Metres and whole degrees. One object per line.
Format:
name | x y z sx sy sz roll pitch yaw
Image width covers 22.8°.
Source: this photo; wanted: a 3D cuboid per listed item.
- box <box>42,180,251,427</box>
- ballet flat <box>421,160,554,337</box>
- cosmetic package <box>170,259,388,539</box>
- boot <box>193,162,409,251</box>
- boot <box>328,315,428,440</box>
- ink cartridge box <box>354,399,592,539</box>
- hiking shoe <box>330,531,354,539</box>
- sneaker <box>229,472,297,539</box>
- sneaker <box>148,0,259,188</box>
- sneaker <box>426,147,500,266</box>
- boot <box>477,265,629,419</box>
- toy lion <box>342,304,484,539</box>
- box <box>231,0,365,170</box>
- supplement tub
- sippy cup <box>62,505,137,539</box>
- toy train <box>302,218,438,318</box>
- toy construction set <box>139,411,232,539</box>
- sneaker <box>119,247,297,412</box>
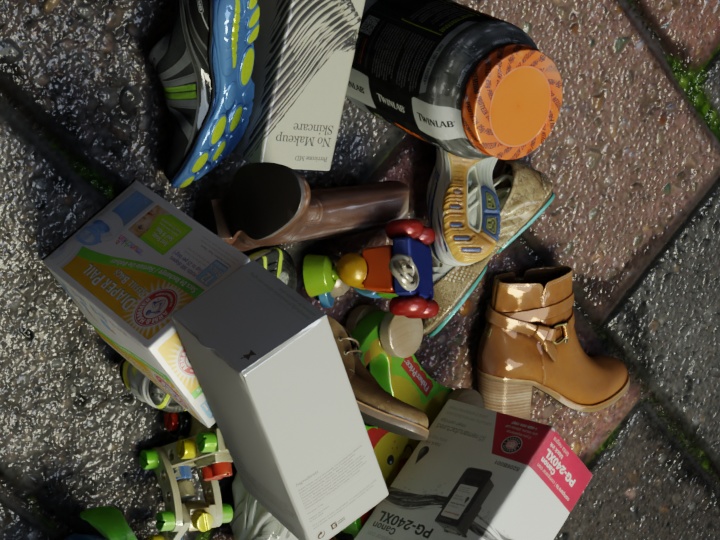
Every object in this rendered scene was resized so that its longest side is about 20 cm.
box | -0.156 0.025 1.473 0.112 0.200 0.101 -43 129 -13
ballet flat | 0.106 -0.027 1.747 0.065 0.070 0.200 42 79 -13
cosmetic package | -0.061 0.106 1.380 0.085 0.108 0.200 -33 132 -20
boot | -0.022 -0.059 1.563 0.200 0.186 0.064 -4 85 -32
boot | -0.017 0.087 1.623 0.076 0.200 0.074 -59 166 -13
ink cartridge box | 0.097 0.233 1.657 0.200 0.145 0.083 -54 127 -20
hiking shoe | -0.008 0.221 1.769 0.101 0.076 0.200 -52 135 -29
sneaker | -0.076 0.194 1.663 0.078 0.099 0.200 2 130 -43
sneaker | -0.136 -0.162 1.495 0.071 0.083 0.200 -35 145 -49
sneaker | 0.092 -0.102 1.689 0.075 0.088 0.201 12 78 -16
boot | 0.208 0.068 1.851 0.200 0.074 0.155 -10 111 -36
toy lion | 0.026 0.161 1.715 0.200 0.069 0.192 53 57 -34
box | -0.054 -0.190 1.540 0.082 0.068 0.201 -1 110 -36
supplement tub | 0.076 -0.171 1.559 0.122 0.200 0.123 -15 118 -30
sippy cup | -0.230 0.303 1.589 0.140 0.130 0.178 34 88 -40
toy train | 0.000 0.000 1.583 0.200 0.115 0.085 17 69 -78
toy construction set | -0.124 0.179 1.588 0.092 0.200 0.132 6 73 -47
sneaker | -0.136 0.041 1.584 0.200 0.076 0.076 -42 128 -33
